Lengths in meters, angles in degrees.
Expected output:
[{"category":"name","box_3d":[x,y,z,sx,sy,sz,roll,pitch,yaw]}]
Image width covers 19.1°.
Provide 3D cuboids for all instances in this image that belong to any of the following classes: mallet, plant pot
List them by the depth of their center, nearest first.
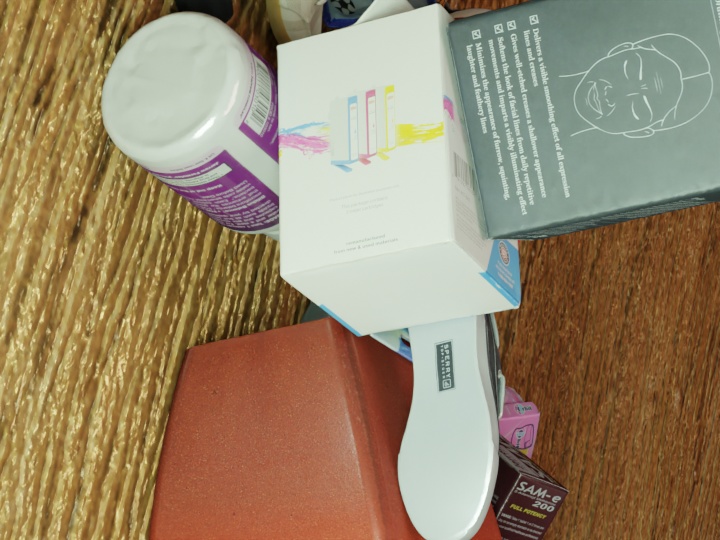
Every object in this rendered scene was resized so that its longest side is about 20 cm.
[{"category":"plant pot","box_3d":[-0.032,0.136,1.559,0.200,0.200,0.177,15,65,-61]},{"category":"mallet","box_3d":[-0.085,-0.236,1.585,0.200,0.041,0.066,-46,131,-57]}]

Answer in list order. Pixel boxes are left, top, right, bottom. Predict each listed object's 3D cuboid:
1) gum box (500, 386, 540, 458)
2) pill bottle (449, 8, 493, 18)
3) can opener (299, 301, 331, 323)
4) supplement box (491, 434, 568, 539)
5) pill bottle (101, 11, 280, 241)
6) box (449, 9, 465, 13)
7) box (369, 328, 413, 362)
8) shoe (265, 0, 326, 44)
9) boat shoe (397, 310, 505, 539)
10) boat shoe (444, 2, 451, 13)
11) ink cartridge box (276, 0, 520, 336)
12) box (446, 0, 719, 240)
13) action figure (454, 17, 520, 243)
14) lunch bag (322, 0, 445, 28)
[{"category":"gum box","box_3d":[0.067,0.188,1.762,0.113,0.066,0.200,-3,114,-38]},{"category":"pill bottle","box_3d":[0.097,-0.147,1.680,0.200,0.112,0.112,-35,125,-82]},{"category":"can opener","box_3d":[0.000,0.000,1.736,0.066,0.053,0.200,50,49,-50]},{"category":"supplement box","box_3d":[0.066,0.225,1.661,0.061,0.109,0.200,22,100,-38]},{"category":"pill bottle","box_3d":[-0.087,-0.092,1.506,0.200,0.112,0.113,40,57,-57]},{"category":"box","box_3d":[0.112,-0.146,1.883,0.200,0.046,0.159,-17,112,-76]},{"category":"box","box_3d":[0.041,-0.023,1.596,0.122,0.048,0.200,32,37,-46]},{"category":"shoe","box_3d":[-0.038,-0.238,1.600,0.200,0.053,0.070,88,17,-49]},{"category":"boat shoe","box_3d":[0.068,0.096,1.484,0.068,0.072,0.201,35,47,-57]},{"category":"boat shoe","box_3d":[0.024,-0.147,1.760,0.071,0.064,0.200,54,46,-49]},{"category":"ink cartridge box","box_3d":[0.026,-0.077,1.457,0.129,0.125,0.201,40,43,-57]},{"category":"box","box_3d":[0.176,-0.111,1.405,0.107,0.200,0.149,-3,82,-67]},{"category":"action figure","box_3d":[0.093,-0.083,1.562,0.052,0.065,0.201,-47,140,-74]},{"category":"lunch bag","box_3d":[0.022,-0.315,1.673,0.200,0.124,0.170,69,31,-43]}]
